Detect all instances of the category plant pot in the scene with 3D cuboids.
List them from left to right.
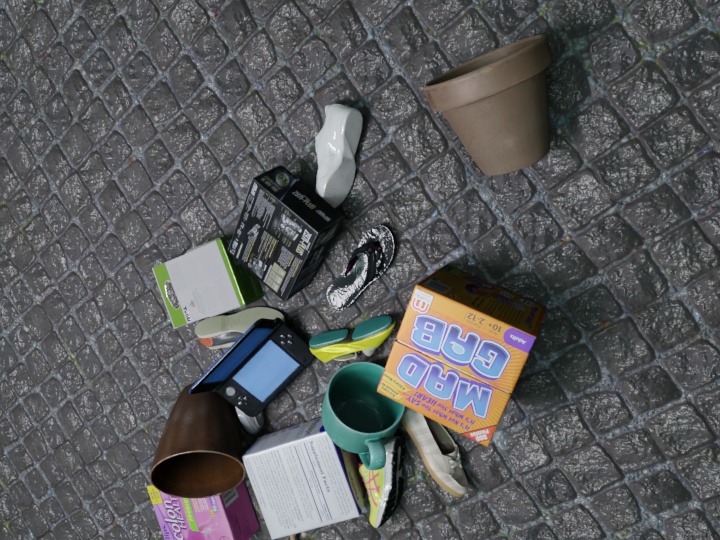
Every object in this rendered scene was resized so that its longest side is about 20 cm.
[{"bbox_3d":[-0.339,0.345,1.253,0.186,0.200,0.187,-6,133,-6],"label":"plant pot"},{"bbox_3d":[0.221,-0.252,0.944,0.200,0.200,0.175,-15,110,23],"label":"plant pot"}]

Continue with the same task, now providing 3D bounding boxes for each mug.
[{"bbox_3d":[-0.004,0.280,1.119,0.152,0.185,0.115,22,137,6],"label":"mug"}]

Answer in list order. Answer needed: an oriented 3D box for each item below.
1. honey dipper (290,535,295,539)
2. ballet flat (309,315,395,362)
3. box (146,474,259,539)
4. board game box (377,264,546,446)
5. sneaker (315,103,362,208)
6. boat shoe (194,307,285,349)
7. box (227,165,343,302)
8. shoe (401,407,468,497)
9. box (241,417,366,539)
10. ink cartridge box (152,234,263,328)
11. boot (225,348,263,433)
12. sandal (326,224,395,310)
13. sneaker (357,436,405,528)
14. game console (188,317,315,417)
[{"bbox_3d":[-0.153,0.561,1.310,0.038,0.038,0.201,-5,98,22],"label":"honey dipper"},{"bbox_3d":[-0.009,0.142,1.168,0.200,0.067,0.067,-18,114,26],"label":"ballet flat"},{"bbox_3d":[-0.362,0.544,1.358,0.199,0.097,0.176,-15,94,24],"label":"box"},{"bbox_3d":[0.179,0.132,1.009,0.199,0.200,0.200,24,107,17],"label":"board game box"},{"bbox_3d":[-0.058,-0.215,1.121,0.088,0.075,0.201,27,109,34],"label":"sneaker"},{"bbox_3d":[-0.250,0.129,1.256,0.199,0.071,0.063,-10,134,10],"label":"boat shoe"},{"bbox_3d":[-0.148,-0.069,1.132,0.164,0.086,0.200,40,132,11],"label":"box"},{"bbox_3d":[0.149,0.340,1.130,0.053,0.070,0.200,-39,82,31],"label":"shoe"},{"bbox_3d":[-0.111,0.419,1.211,0.199,0.105,0.184,-19,92,12],"label":"box"},{"bbox_3d":[-0.329,0.024,1.262,0.200,0.076,0.148,-19,93,25],"label":"ink cartridge box"},{"bbox_3d":[-0.218,0.254,1.262,0.095,0.074,0.201,-11,106,10],"label":"boot"},{"bbox_3d":[0.000,0.001,1.139,0.075,0.048,0.201,39,112,11],"label":"sandal"},{"bbox_3d":[0.035,0.420,1.195,0.090,0.078,0.201,11,98,28],"label":"sneaker"},{"bbox_3d":[-0.205,0.198,1.160,0.200,0.118,0.171,-45,108,4],"label":"game console"}]
